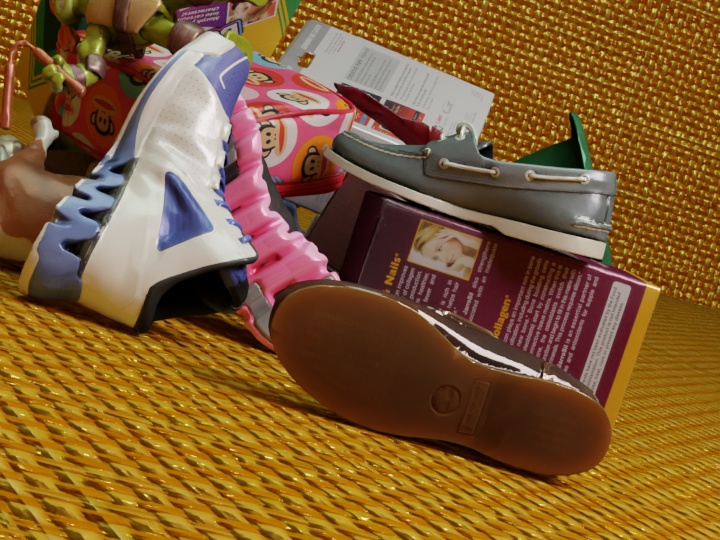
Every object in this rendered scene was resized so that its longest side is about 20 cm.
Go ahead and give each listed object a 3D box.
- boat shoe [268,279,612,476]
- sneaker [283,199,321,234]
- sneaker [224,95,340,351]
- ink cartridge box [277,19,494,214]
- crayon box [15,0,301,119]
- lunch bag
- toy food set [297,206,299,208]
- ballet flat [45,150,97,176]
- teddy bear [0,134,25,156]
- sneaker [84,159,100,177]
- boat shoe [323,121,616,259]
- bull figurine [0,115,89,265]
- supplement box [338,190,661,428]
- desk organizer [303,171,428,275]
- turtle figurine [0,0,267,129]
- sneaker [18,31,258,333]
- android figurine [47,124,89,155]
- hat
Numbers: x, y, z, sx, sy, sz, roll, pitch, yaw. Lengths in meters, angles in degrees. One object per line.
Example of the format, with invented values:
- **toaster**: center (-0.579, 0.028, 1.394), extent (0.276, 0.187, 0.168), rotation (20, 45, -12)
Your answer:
- **boat shoe**: center (0.039, 0.057, 1.092), extent (0.200, 0.070, 0.070), rotation (25, 9, -15)
- **sneaker**: center (0.000, 0.000, 1.533), extent (0.200, 0.085, 0.075), rotation (20, 5, 24)
- **sneaker**: center (-0.077, -0.036, 1.284), extent (0.079, 0.200, 0.095), rotation (-26, -2, 0)
- **ink cartridge box**: center (0.005, -0.114, 1.656), extent (0.176, 0.084, 0.200), rotation (23, 26, 1)
- **crayon box**: center (-0.144, -0.196, 1.523), extent (0.200, 0.173, 0.058), rotation (-15, 65, -31)
- **lunch bag**: center (-0.103, -0.115, 1.417), extent (0.176, 0.082, 0.200), rotation (-10, 30, -40)
- **toy food set**: center (-0.124, -0.056, 1.648), extent (0.143, 0.060, 0.200), rotation (-21, -12, 20)
- **ballet flat**: center (-0.173, -0.036, 1.510), extent (0.200, 0.068, 0.072), rotation (21, 20, -24)
- **teddy bear**: center (-0.306, -0.078, 1.381), extent (0.200, 0.067, 0.145), rotation (18, 7, 8)
- **sneaker**: center (-0.154, -0.044, 1.423), extent (0.087, 0.075, 0.200), rotation (11, 21, -14)
- **boat shoe**: center (0.074, -0.064, 1.330), extent (0.200, 0.062, 0.073), rotation (19, 5, 16)
- **bull figurine**: center (-0.192, -0.039, 1.264), extent (0.200, 0.065, 0.121), rotation (24, 35, -17)
- **supplement box**: center (0.085, 0.028, 1.361), extent (0.200, 0.110, 0.086), rotation (18, 4, -9)
- **desk organizer**: center (0.062, -0.003, 1.455), extent (0.200, 0.077, 0.072), rotation (32, 24, -2)
- **turtle figurine**: center (-0.148, -0.164, 1.331), extent (0.161, 0.200, 0.064), rotation (10, -27, 22)
- **sneaker**: center (-0.102, -0.034, 1.178), extent (0.115, 0.199, 0.081), rotation (31, -33, 1)
- **android figurine**: center (-0.187, -0.099, 1.605), extent (0.200, 0.041, 0.182), rotation (-9, -13, -47)
- **hat**: center (0.089, -0.029, 1.501), extent (0.176, 0.200, 0.166), rotation (-10, -29, 3)
